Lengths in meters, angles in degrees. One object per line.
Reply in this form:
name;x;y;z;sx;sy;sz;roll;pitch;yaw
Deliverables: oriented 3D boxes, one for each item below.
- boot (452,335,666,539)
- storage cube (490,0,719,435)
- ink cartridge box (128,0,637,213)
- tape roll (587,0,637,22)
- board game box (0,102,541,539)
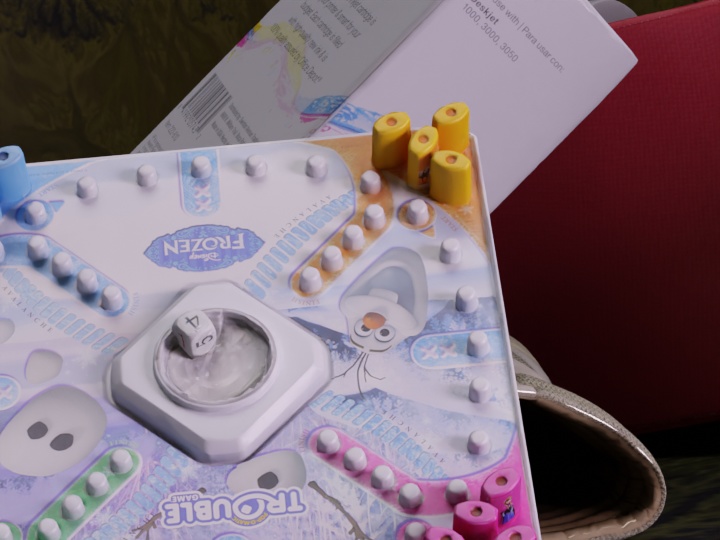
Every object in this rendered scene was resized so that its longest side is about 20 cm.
boot;-0.002;0.047;1.070;0.199;0.072;0.155;12;9;-19
storage cube;0.143;-0.023;1.324;0.179;0.201;0.171;-11;2;28
ink cartridge box;0.000;-0.058;1.199;0.200;0.085;0.145;-46;23;4
tape roll;0.097;-0.060;1.818;0.139;0.204;0.202;-3;5;29
board game box;-0.048;0.029;0.999;0.199;0.201;0.026;-5;-39;-2
